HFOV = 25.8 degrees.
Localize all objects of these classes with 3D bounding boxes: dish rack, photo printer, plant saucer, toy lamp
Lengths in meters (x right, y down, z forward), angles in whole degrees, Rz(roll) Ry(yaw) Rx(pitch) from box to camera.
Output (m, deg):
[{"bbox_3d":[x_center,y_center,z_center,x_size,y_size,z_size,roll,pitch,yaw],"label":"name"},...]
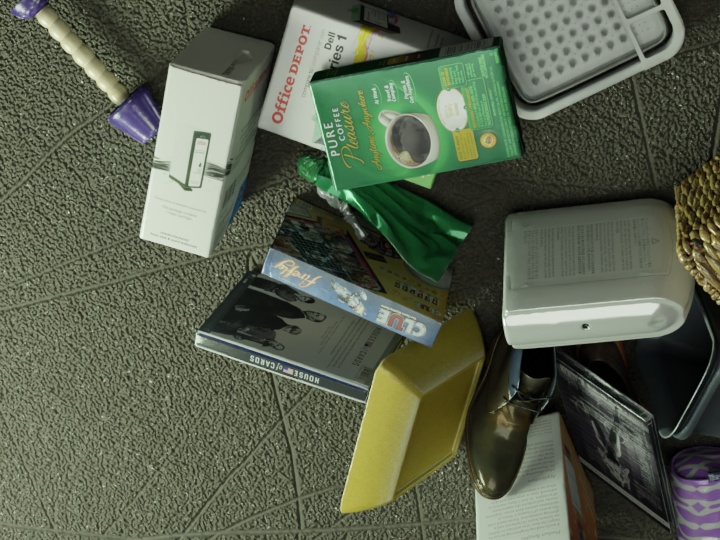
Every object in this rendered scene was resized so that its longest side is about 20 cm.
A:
[{"bbox_3d":[0.212,-0.264,1.600,0.199,0.044,0.172,-25,110,19],"label":"dish rack"},{"bbox_3d":[0.250,0.001,1.655,0.198,0.167,0.070,-6,133,12],"label":"photo printer"},{"bbox_3d":[0.069,0.163,1.740,0.048,0.200,0.201,27,120,24],"label":"plant saucer"},{"bbox_3d":[-0.291,-0.221,1.697,0.058,0.058,0.200,-39,103,23],"label":"toy lamp"}]

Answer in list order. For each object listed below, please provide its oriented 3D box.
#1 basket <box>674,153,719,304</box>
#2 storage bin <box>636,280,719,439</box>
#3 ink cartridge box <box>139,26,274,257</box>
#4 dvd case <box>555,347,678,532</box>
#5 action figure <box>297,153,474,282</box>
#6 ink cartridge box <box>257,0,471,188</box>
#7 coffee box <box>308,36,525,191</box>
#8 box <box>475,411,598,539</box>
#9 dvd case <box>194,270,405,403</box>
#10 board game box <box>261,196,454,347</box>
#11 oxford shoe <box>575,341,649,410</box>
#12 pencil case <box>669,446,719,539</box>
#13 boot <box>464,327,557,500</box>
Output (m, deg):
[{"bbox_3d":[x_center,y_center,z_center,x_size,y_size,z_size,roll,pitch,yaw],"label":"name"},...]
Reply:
[{"bbox_3d":[0.413,-0.046,1.573,0.149,0.200,0.143,-40,101,23],"label":"basket"},{"bbox_3d":[0.386,0.108,1.673,0.133,0.200,0.146,17,117,-10],"label":"storage bin"},{"bbox_3d":[-0.162,-0.139,1.664,0.084,0.146,0.201,16,116,4],"label":"ink cartridge box"},{"bbox_3d":[0.280,0.188,1.729,0.016,0.148,0.201,-37,135,-18],"label":"dvd case"},{"bbox_3d":[0.017,-0.068,1.705,0.199,0.118,0.055,34,129,2],"label":"action figure"},{"bbox_3d":[0.007,-0.193,1.644,0.198,0.084,0.146,19,117,-1],"label":"ink cartridge box"},{"bbox_3d":[0.057,-0.158,1.582,0.198,0.044,0.124,-11,114,12],"label":"coffee box"},{"bbox_3d":[0.200,0.289,1.759,0.106,0.201,0.153,-14,132,15],"label":"box"},{"bbox_3d":[-0.062,0.070,1.728,0.199,0.150,0.025,19,121,11],"label":"dvd case"},{"bbox_3d":[0.000,0.000,1.710,0.199,0.136,0.035,24,117,-2],"label":"board game box"},{"bbox_3d":[0.287,0.165,1.775,0.071,0.073,0.201,-19,111,16],"label":"oxford shoe"},{"bbox_3d":[0.408,0.296,1.818,0.085,0.084,0.201,-16,115,-9],"label":"pencil case"},{"bbox_3d":[0.162,0.144,1.698,0.074,0.097,0.202,13,74,-8],"label":"boot"}]
